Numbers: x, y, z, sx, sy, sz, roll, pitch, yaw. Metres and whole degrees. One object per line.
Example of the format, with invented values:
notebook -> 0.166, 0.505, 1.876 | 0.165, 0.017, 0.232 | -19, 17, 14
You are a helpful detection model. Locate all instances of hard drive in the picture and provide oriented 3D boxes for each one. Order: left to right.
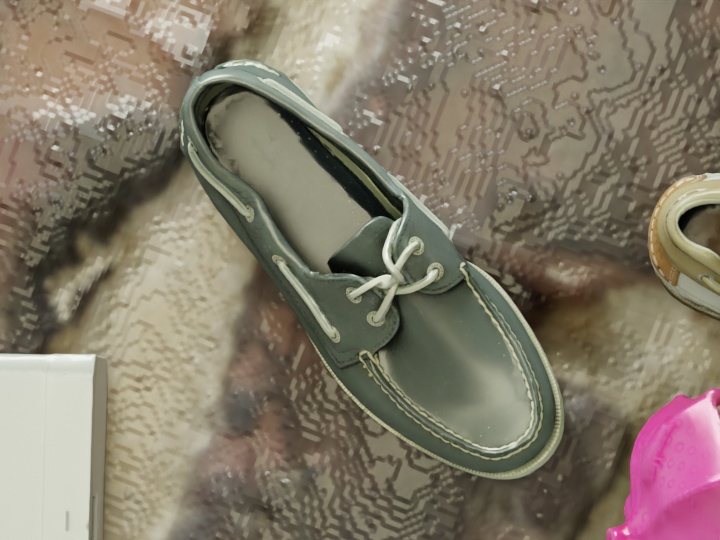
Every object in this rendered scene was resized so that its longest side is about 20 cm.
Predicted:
hard drive -> -0.202, 0.098, 1.145 | 0.200, 0.026, 0.132 | 0, 85, 8

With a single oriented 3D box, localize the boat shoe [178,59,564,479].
boat shoe -> 0.000, 0.000, 1.104 | 0.073, 0.062, 0.200 | -40, 80, 3

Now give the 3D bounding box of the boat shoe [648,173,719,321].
boat shoe -> 0.204, 0.010, 1.069 | 0.200, 0.068, 0.075 | 11, 87, 9

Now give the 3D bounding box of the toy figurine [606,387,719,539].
toy figurine -> 0.174, 0.069, 0.935 | 0.200, 0.150, 0.184 | 43, 75, 12
